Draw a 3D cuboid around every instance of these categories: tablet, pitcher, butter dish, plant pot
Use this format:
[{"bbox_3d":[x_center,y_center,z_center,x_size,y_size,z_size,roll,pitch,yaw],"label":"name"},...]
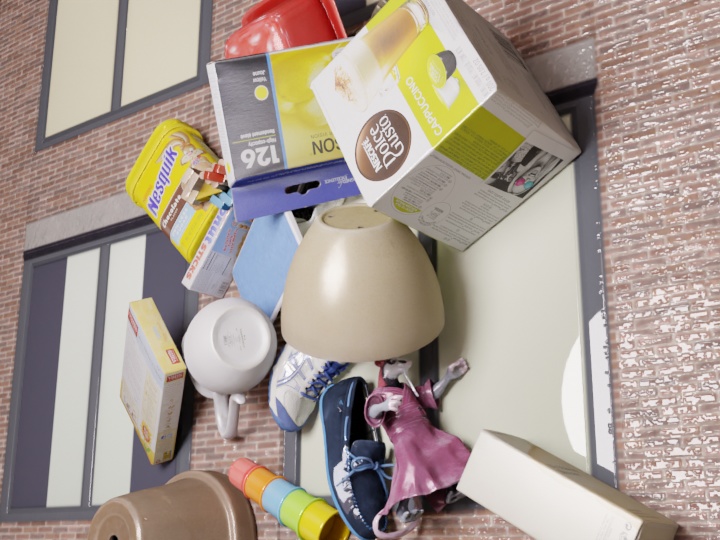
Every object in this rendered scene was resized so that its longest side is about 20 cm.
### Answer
[{"bbox_3d":[-0.127,-0.010,1.362,0.132,0.013,0.201,64,143,30],"label":"tablet"},{"bbox_3d":[-0.176,0.133,1.330,0.200,0.119,0.175,144,112,-65],"label":"pitcher"},{"bbox_3d":[-0.113,-0.267,1.337,0.198,0.147,0.203,-11,103,48],"label":"butter dish"},{"bbox_3d":[-0.264,0.366,1.321,0.198,0.173,0.205,-11,72,37],"label":"plant pot"},{"bbox_3d":[0.000,0.000,1.164,0.198,0.199,0.137,18,121,40],"label":"plant pot"}]

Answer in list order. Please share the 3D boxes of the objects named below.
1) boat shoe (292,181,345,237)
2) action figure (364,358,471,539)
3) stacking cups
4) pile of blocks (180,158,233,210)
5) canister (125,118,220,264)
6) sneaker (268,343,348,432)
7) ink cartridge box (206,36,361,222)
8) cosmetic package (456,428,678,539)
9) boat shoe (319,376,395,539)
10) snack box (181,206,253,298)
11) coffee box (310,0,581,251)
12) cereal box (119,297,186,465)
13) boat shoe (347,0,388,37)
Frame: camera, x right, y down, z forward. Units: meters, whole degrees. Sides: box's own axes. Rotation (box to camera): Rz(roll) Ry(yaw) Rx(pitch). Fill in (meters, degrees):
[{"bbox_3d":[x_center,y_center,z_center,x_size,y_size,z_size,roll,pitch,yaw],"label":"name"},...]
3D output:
[{"bbox_3d":[-0.077,-0.064,1.355,0.072,0.068,0.202,37,102,39],"label":"boat shoe"},{"bbox_3d":[0.060,0.188,1.170,0.150,0.132,0.202,-57,48,42],"label":"action figure"},{"bbox_3d":[-0.099,0.294,1.280,0.198,0.060,0.062,23,92,41],"label":"stacking cups"},{"bbox_3d":[-0.167,-0.126,1.362,0.197,0.062,0.084,-21,80,19],"label":"pile of blocks"},{"bbox_3d":[-0.258,-0.117,1.508,0.200,0.086,0.150,44,106,36],"label":"canister"},{"bbox_3d":[-0.055,0.116,1.284,0.087,0.075,0.204,15,88,40],"label":"sneaker"},{"bbox_3d":[-0.081,-0.179,1.262,0.047,0.194,0.204,-162,60,-68],"label":"ink cartridge box"},{"bbox_3d":[0.209,0.242,1.017,0.198,0.103,0.074,26,93,39],"label":"cosmetic package"},{"bbox_3d":[-0.004,0.222,1.208,0.068,0.083,0.203,-35,60,32],"label":"boat shoe"},{"bbox_3d":[-0.184,-0.057,1.438,0.024,0.071,0.202,35,100,38],"label":"snack box"},{"bbox_3d":[0.096,-0.178,1.161,0.197,0.199,0.202,-40,56,23],"label":"coffee box"},{"bbox_3d":[-0.302,0.161,1.436,0.145,0.039,0.202,54,142,36],"label":"cereal box"},{"bbox_3d":[0.027,-0.306,1.343,0.073,0.067,0.200,53,132,4],"label":"boat shoe"}]
